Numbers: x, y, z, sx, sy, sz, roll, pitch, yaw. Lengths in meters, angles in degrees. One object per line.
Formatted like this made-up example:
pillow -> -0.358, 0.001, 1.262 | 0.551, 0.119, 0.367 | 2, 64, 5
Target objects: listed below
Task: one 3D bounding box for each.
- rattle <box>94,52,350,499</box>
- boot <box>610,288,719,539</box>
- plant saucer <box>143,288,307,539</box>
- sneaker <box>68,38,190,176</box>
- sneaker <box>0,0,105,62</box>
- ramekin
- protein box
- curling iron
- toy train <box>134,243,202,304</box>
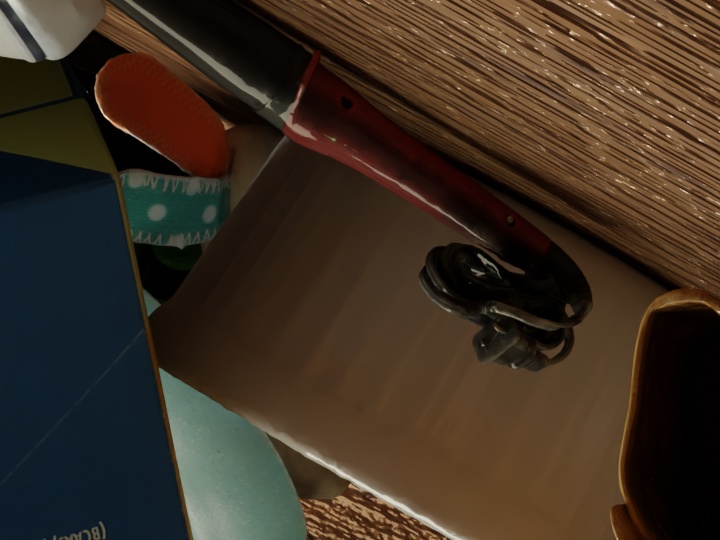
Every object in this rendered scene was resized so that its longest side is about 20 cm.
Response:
rattle -> 0.000, 0.000, 0.951 | 0.143, 0.130, 0.200 | 15, 143, 34
boot -> 0.110, 0.107, 0.656 | 0.071, 0.202, 0.144 | -14, 169, 22
plant saucer -> -0.105, 0.052, 0.992 | 0.200, 0.036, 0.200 | 38, 157, 19
sneaker -> -0.144, -0.081, 1.057 | 0.200, 0.060, 0.104 | 36, 175, -9
sneaker -> -0.123, -0.075, 0.638 | 0.073, 0.071, 0.200 | 55, 167, -23
ramekin -> 0.035, 0.033, 0.833 | 0.200, 0.098, 0.200 | 29, 178, 1
protein box -> -0.162, 0.046, 0.762 | 0.135, 0.198, 0.200 | -119, 16, -52
curling iron -> -0.013, -0.041, 0.681 | 0.200, 0.026, 0.050 | 40, -153, -13
toy train -> -0.066, -0.006, 1.081 | 0.200, 0.042, 0.056 | 9, -142, -21
